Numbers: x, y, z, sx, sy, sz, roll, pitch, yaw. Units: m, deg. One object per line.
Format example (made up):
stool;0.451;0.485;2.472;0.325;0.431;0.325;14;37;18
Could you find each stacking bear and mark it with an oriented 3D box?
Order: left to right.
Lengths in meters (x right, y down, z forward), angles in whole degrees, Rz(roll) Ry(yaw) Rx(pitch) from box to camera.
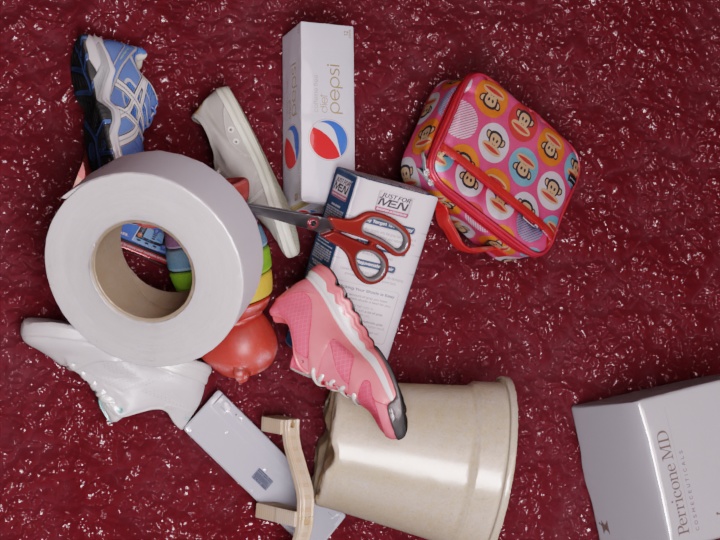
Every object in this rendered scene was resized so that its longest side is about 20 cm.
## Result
stacking bear;-0.142;0.014;1.517;0.114;0.121;0.200;-12;101;14

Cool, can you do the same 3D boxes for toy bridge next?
toy bridge;-0.078;0.253;1.530;0.027;0.067;0.200;5;88;-46

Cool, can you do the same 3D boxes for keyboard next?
keyboard;-0.099;0.214;1.565;0.200;0.011;0.056;46;76;-14

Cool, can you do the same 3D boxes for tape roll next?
tape roll;-0.198;-0.012;1.425;0.202;0.071;0.203;5;114;12

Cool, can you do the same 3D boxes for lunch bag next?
lunch bag;0.141;-0.104;1.651;0.200;0.082;0.176;35;68;-27

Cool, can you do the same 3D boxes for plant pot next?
plant pot;0.050;0.194;1.548;0.183;0.200;0.201;11;78;-6

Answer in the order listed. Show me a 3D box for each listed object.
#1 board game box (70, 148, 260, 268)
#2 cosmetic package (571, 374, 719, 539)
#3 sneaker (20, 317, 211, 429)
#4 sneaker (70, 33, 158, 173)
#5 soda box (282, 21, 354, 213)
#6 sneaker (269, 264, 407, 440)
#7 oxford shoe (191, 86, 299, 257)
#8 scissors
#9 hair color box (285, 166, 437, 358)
board game box;-0.209;-0.059;1.569;0.200;0.019;0.103;22;75;-16
cosmetic package;0.373;0.209;1.660;0.200;0.166;0.168;-11;86;-20
sneaker;-0.255;0.108;1.505;0.200;0.075;0.089;19;88;-17
sneaker;-0.243;-0.158;1.526;0.077;0.076;0.200;-1;67;-28
soda box;-0.046;-0.165;1.615;0.064;0.068;0.200;2;82;-21
sneaker;-0.022;0.094;1.478;0.087;0.074;0.200;-30;68;-3
oxford shoe;-0.121;-0.099;1.574;0.058;0.075;0.200;-27;83;-1
scissors;-0.036;-0.052;1.503;0.200;0.014;0.073;30;94;-26
hair color box;0.000;0.000;1.572;0.100;0.061;0.200;13;100;-26
